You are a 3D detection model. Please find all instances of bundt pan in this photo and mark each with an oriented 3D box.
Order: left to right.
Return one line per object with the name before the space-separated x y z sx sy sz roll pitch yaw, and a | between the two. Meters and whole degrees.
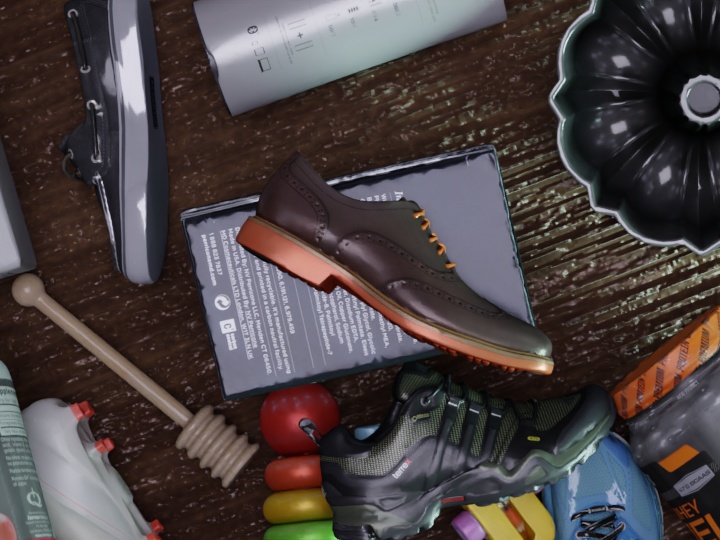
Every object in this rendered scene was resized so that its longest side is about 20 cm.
bundt pan | 0.224 -0.116 1.618 0.201 0.076 0.203 1 100 6

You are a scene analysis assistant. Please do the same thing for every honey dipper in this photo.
honey dipper | -0.155 0.069 1.652 0.200 0.038 0.038 39 90 3

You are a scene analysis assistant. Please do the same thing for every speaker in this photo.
speaker | -0.006 -0.172 1.632 0.199 0.081 0.081 -20 88 1

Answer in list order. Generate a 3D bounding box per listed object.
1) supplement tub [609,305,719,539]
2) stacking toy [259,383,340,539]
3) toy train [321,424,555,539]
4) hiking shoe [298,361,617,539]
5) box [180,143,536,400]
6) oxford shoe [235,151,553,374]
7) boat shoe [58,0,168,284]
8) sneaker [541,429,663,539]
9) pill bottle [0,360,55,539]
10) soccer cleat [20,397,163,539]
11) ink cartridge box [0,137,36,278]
supplement tub | 0.259 0.129 1.599 0.122 0.123 0.200 -40 88 0
stacking toy | -0.036 0.172 1.630 0.085 0.085 0.201 -7 84 1
toy train | 0.056 0.193 1.625 0.150 0.056 0.201 -11 91 -11
hiking shoe | 0.065 0.099 1.563 0.199 0.076 0.101 -21 95 -10
box | 0.000 0.000 1.569 0.196 0.200 0.124 -14 90 1
oxford shoe | 0.030 -0.002 1.435 0.199 0.071 0.073 27 87 0
boat shoe | -0.169 -0.089 1.642 0.066 0.070 0.201 -5 88 9
sneaker | 0.170 0.198 1.615 0.078 0.090 0.201 -13 88 1
pill bottle | -0.268 0.119 1.585 0.110 0.111 0.201 -17 80 1
soccer cleat | -0.174 0.179 1.639 0.077 0.069 0.200 -32 81 5
ink cartridge box | -0.333 -0.042 1.634 0.199 0.083 0.147 -16 89 0
